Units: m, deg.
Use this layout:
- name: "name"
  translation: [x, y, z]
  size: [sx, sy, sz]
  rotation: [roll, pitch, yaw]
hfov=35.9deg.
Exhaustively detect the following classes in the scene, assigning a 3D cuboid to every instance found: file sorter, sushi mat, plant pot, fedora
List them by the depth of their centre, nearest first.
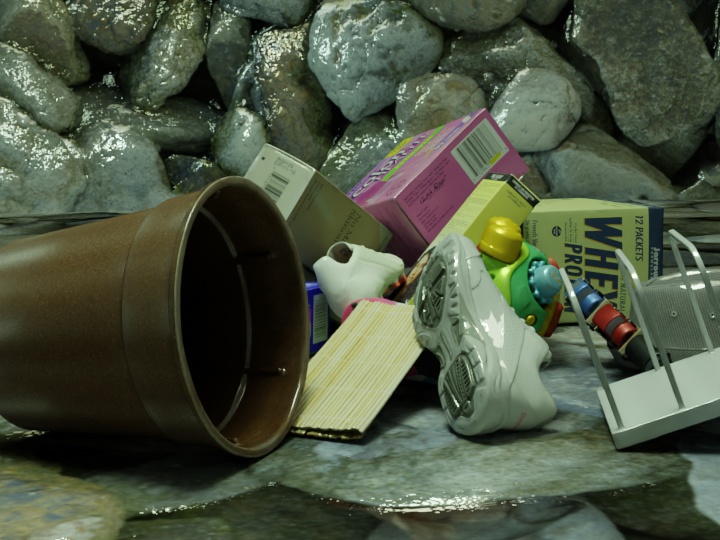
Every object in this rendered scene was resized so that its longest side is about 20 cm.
- name: "plant pot"
  translation: [-0.168, 0.039, 0.832]
  size: [0.197, 0.202, 0.200]
  rotation: [-5, 5, 23]
- name: "file sorter"
  translation: [0.266, 0.031, 0.850]
  size: [0.199, 0.125, 0.139]
  rotation: [-20, 5, 9]
- name: "sushi mat"
  translation: [-0.001, 0.077, 0.921]
  size: [0.095, 0.012, 0.200]
  rotation: [3, 27, 25]
- name: "fedora"
  translation: [0.339, 0.048, 1.063]
  size: [0.199, 0.091, 0.177]
  rotation: [5, 9, 32]

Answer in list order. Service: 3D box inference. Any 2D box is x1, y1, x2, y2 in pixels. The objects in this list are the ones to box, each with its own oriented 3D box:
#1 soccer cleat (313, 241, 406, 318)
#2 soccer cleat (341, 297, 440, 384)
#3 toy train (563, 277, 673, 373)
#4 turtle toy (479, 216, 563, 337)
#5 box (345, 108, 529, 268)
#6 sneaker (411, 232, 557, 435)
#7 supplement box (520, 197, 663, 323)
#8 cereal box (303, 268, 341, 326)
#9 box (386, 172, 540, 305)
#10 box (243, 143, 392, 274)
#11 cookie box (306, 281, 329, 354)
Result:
- name: "soccer cleat"
  translation: [0.000, 0.000, 1.176]
  size: [0.069, 0.078, 0.200]
  rotation: [-35, 2, 14]
- name: "soccer cleat"
  translation: [0.067, 0.072, 1.027]
  size: [0.086, 0.070, 0.199]
  rotation: [4, 8, -43]
- name: "toy train"
  translation: [0.236, 0.055, 1.022]
  size: [0.046, 0.034, 0.200]
  rotation: [39, 8, -26]
- name: "turtle toy"
  translation: [0.152, 0.028, 1.121]
  size: [0.101, 0.146, 0.200]
  rotation: [22, 11, 5]
- name: "box"
  translation: [0.075, -0.092, 1.370]
  size: [0.176, 0.097, 0.200]
  rotation: [-45, 14, -24]
- name: "sneaker"
  translation: [0.105, 0.055, 0.910]
  size: [0.099, 0.078, 0.201]
  rotation: [13, 45, -25]
- name: "supplement box"
  translation: [0.240, -0.016, 1.381]
  size: [0.199, 0.135, 0.200]
  rotation: [-3, 8, -14]
- name: "cereal box"
  translation: [-0.104, 0.001, 1.275]
  size: [0.200, 0.040, 0.144]
  rotation: [32, -7, -27]
- name: "box"
  translation: [0.108, -0.016, 1.214]
  size: [0.050, 0.200, 0.075]
  rotation: [40, -5, -15]
- name: "box"
  translation: [-0.053, -0.050, 1.222]
  size: [0.078, 0.095, 0.200]
  rotation: [30, -1, 31]
- name: "cookie box"
  translation: [-0.154, 0.049, 1.130]
  size: [0.199, 0.076, 0.171]
  rotation: [4, 6, 22]
